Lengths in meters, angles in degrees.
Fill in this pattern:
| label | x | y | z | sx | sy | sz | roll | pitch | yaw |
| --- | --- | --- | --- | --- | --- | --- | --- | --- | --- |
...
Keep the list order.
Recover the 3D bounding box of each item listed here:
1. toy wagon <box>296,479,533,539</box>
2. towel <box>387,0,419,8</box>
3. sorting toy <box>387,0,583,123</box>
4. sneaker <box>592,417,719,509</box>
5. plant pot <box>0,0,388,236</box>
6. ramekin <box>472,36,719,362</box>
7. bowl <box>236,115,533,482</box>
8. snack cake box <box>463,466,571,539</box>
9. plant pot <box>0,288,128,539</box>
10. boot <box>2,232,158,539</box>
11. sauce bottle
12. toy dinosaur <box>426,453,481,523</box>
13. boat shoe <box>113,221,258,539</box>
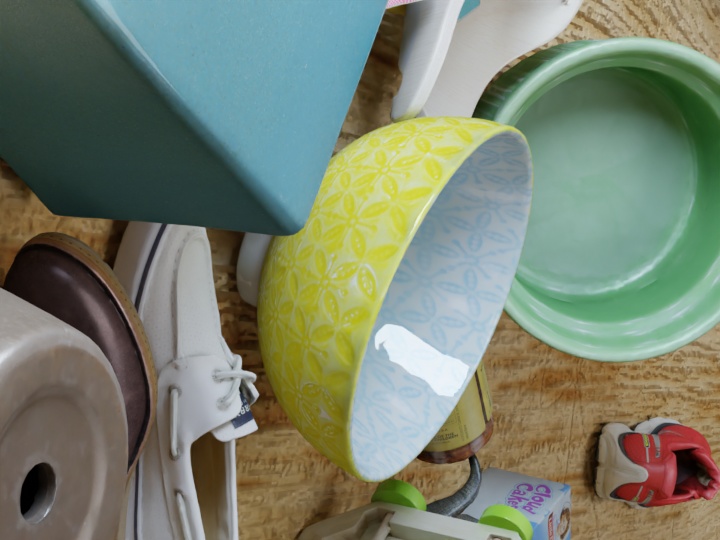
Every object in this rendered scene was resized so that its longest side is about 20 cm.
| label | x | y | z | sx | sy | sz | roll | pitch | yaw |
| --- | --- | --- | --- | --- | --- | --- | --- | --- | --- |
| toy wagon | 0.044 | 0.193 | 1.274 | 0.155 | 0.199 | 0.040 | -55 | 146 | -42 |
| towel | 0.002 | -0.220 | 1.109 | 0.146 | 0.030 | 0.201 | -31 | 125 | -58 |
| sorting toy | 0.057 | -0.150 | 1.271 | 0.200 | 0.107 | 0.180 | 68 | 39 | -73 |
| sneaker | 0.251 | 0.163 | 1.822 | 0.200 | 0.085 | 0.077 | 1 | 98 | -64 |
| plant pot | -0.105 | -0.129 | 0.940 | 0.200 | 0.141 | 0.142 | 47 | 56 | -50 |
| ramekin | 0.152 | -0.051 | 1.426 | 0.098 | 0.199 | 0.201 | -135 | -132 | -73 |
| bowl | 0.000 | 0.000 | 1.208 | 0.200 | 0.107 | 0.200 | -50 | 154 | -37 |
| snack cake box | 0.092 | 0.250 | 1.547 | 0.115 | 0.067 | 0.201 | -36 | 130 | -55 |
| plant pot | -0.182 | 0.060 | 0.796 | 0.200 | 0.174 | 0.201 | -28 | 123 | -58 |
| boot | -0.155 | 0.101 | 0.980 | 0.166 | 0.072 | 0.201 | -46 | 141 | -53 |
| sauce bottle | 0.036 | 0.027 | 1.359 | 0.066 | 0.066 | 0.200 | -56 | 145 | -41 |
| toy dinosaur | 0.026 | 0.197 | 1.389 | 0.077 | 0.102 | 0.201 | 16 | 69 | -30 |
| boat shoe | -0.081 | 0.063 | 1.123 | 0.071 | 0.070 | 0.201 | -19 | 116 | -61 |
